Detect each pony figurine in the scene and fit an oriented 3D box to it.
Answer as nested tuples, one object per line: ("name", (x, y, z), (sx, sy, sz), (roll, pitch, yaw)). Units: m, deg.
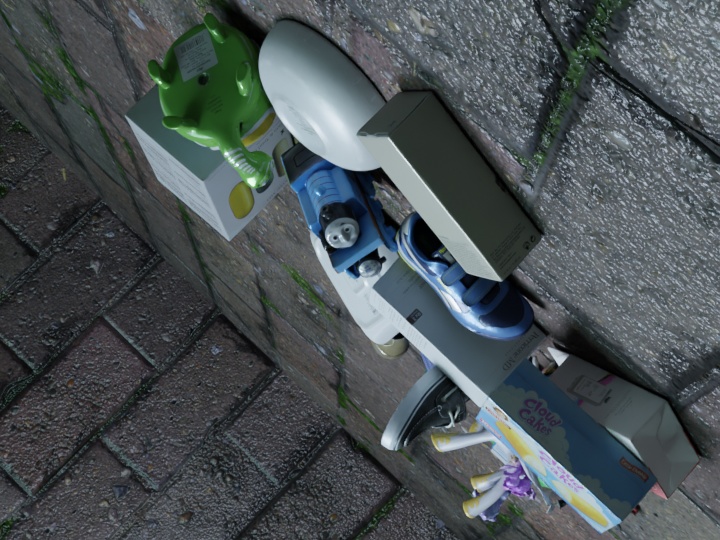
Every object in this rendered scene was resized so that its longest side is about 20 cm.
("pony figurine", (0.206, 0.233, 1.579), (0.166, 0.200, 0.194), (8, -130, -49))

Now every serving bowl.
("serving bowl", (-0.046, -0.181, 1.388), (0.200, 0.066, 0.200), (42, 167, 13))

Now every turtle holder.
("turtle holder", (-0.151, -0.203, 1.481), (0.185, 0.141, 0.132), (39, -174, 26))

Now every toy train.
("toy train", (-0.026, -0.077, 1.490), (0.114, 0.087, 0.200), (43, -162, -41))

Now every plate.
("plate", (0.000, 0.000, 1.703), (0.201, 0.032, 0.200), (59, 155, 5))

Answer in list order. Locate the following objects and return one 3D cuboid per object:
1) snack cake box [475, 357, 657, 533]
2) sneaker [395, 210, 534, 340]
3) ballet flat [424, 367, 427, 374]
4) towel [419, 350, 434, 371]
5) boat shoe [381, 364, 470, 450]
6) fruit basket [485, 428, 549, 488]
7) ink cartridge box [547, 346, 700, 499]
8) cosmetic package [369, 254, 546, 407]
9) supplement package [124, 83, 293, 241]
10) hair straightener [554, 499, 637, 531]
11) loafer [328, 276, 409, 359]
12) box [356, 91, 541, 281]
("snack cake box", (0.231, 0.202, 1.420), (0.200, 0.067, 0.115), (43, 166, 12))
("sneaker", (0.118, 0.004, 1.446), (0.200, 0.074, 0.082), (40, 165, 14))
("ballet flat", (0.145, 0.132, 1.822), (0.074, 0.074, 0.200), (44, 169, 3))
("towel", (0.090, 0.068, 1.726), (0.200, 0.024, 0.145), (95, 156, -76))
("boat shoe", (0.106, 0.162, 1.569), (0.071, 0.200, 0.072), (37, 148, 16))
("fruit basket", (0.244, 0.221, 1.699), (0.185, 0.094, 0.200), (42, 164, 10))
("ink cartridge box", (0.287, 0.174, 1.459), (0.200, 0.067, 0.117), (27, 158, 54))
("cosmetic package", (0.118, 0.060, 1.537), (0.200, 0.113, 0.081), (41, 167, 10))
("supplement package", (-0.194, -0.172, 1.684), (0.151, 0.152, 0.200), (40, 167, 17))
("hair straightener", (0.306, 0.310, 1.818), (0.200, 0.077, 0.041), (42, 169, 12))
("loafer", (0.018, 0.033, 1.825), (0.200, 0.076, 0.067), (57, 156, 4))
("box", (0.090, -0.085, 1.257), (0.200, 0.068, 0.082), (50, 166, -23))
